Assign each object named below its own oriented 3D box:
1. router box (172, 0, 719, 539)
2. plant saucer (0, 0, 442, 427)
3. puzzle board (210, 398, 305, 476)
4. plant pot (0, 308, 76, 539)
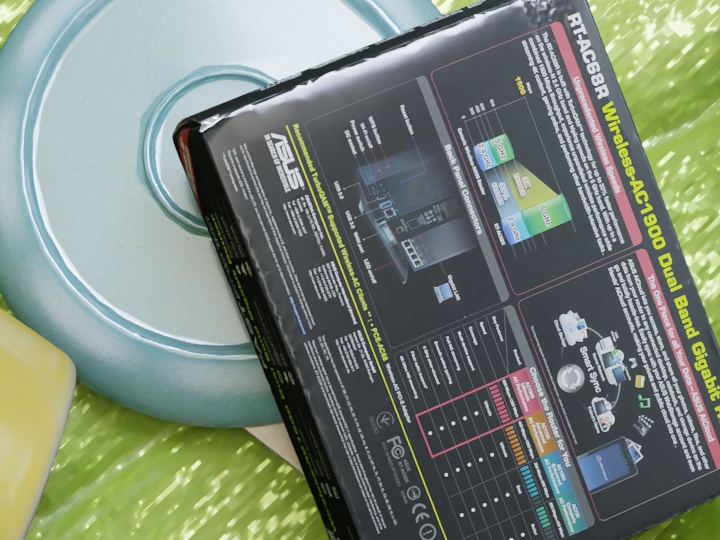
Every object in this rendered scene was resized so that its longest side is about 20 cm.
[{"bbox_3d":[0.039,0.011,0.968,0.149,0.062,0.201,-22,95,-13],"label":"router box"},{"bbox_3d":[-0.049,-0.042,1.015,0.199,0.027,0.201,0,80,1],"label":"plant saucer"},{"bbox_3d":[0.000,0.000,1.029,0.200,0.017,0.151,37,82,7],"label":"puzzle board"},{"bbox_3d":[-0.208,0.055,0.934,0.188,0.201,0.201,24,79,-11],"label":"plant pot"}]
